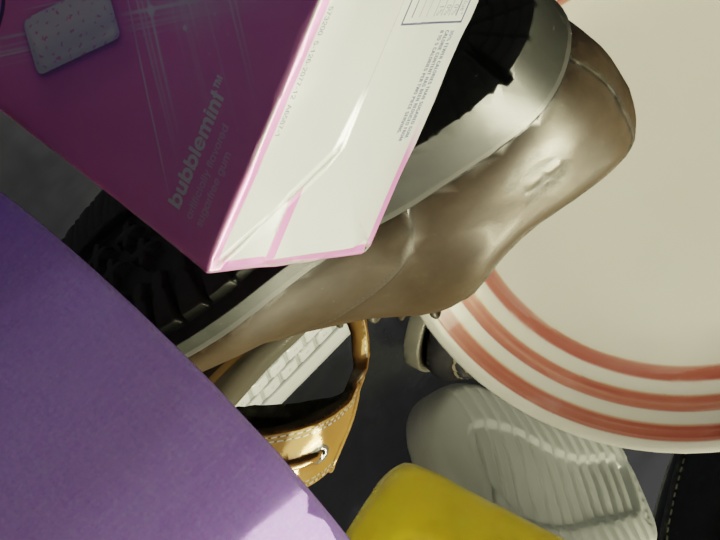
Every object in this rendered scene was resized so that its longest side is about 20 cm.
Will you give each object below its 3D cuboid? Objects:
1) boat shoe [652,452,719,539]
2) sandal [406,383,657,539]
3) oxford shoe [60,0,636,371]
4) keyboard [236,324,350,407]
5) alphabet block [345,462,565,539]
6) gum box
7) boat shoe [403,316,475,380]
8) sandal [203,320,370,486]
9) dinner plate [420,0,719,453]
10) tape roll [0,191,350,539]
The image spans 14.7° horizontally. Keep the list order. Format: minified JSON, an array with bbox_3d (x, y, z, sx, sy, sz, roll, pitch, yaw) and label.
[{"bbox_3d":[0.180,0.053,1.213,0.062,0.075,0.200,26,94,-57],"label":"boat shoe"},{"bbox_3d":[0.062,0.096,1.087,0.050,0.083,0.203,-31,158,20],"label":"sandal"},{"bbox_3d":[-0.010,-0.005,0.771,0.200,0.073,0.084,-27,139,28],"label":"oxford shoe"},{"bbox_3d":[0.000,0.000,0.940,0.200,0.011,0.056,-45,151,-15],"label":"keyboard"},{"bbox_3d":[0.044,0.220,0.990,0.197,0.195,0.200,-60,170,-24],"label":"alphabet block"},{"bbox_3d":[-0.020,-0.115,0.670,0.066,0.113,0.200,-8,128,-53],"label":"gum box"},{"bbox_3d":[0.099,-0.008,1.025,0.200,0.063,0.073,-30,144,-37],"label":"boat shoe"},{"bbox_3d":[-0.040,0.055,0.849,0.200,0.055,0.082,-46,-178,-1],"label":"sandal"},{"bbox_3d":[0.106,-0.030,0.910,0.024,0.200,0.201,-76,-175,-61],"label":"dinner plate"},{"bbox_3d":[-0.077,0.056,0.682,0.066,0.200,0.200,-45,151,-15],"label":"tape roll"}]
